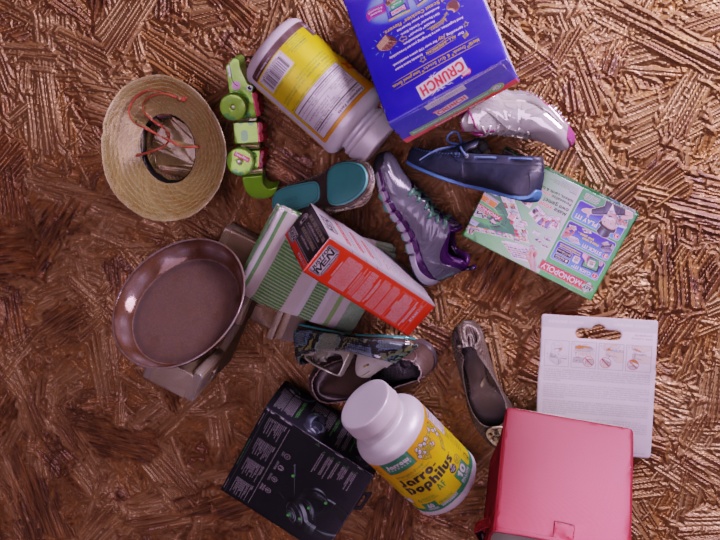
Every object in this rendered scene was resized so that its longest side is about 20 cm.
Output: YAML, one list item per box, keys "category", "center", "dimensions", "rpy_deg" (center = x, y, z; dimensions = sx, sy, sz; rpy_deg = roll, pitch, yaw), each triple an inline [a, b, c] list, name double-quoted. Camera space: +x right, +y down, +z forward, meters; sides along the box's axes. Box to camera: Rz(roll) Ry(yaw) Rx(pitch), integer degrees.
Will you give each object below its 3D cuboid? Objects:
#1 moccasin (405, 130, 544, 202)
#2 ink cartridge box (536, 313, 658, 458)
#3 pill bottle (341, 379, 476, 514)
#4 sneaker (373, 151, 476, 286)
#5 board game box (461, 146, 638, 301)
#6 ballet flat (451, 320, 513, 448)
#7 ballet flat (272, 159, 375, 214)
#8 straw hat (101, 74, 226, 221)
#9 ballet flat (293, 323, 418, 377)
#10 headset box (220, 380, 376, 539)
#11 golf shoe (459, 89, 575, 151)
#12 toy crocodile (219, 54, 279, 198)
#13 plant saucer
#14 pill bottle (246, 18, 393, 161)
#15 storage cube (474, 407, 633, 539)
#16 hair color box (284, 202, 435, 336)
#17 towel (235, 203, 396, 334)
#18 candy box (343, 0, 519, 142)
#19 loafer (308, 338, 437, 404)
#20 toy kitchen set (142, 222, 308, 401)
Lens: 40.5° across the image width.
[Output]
- category: "moccasin"
  center: [0.156, -0.142, 1.295]
  dimensions: [0.199, 0.080, 0.069]
  rpy_deg: [18, 99, 27]
- category: "ink cartridge box"
  center: [0.328, 0.157, 1.363]
  dimensions: [0.159, 0.047, 0.202]
  rpy_deg: [3, 103, 13]
- category: "pill bottle"
  center: [0.066, 0.245, 1.373]
  dimensions: [0.112, 0.113, 0.200]
  rpy_deg: [-33, 119, 18]
- category: "sneaker"
  center: [0.090, -0.080, 1.337]
  dimensions: [0.087, 0.075, 0.201]
  rpy_deg: [-17, 110, 26]
- category: "board game box"
  center: [0.256, -0.064, 1.329]
  dimensions: [0.199, 0.029, 0.135]
  rpy_deg: [27, 109, 5]
- category: "ballet flat"
  center: [0.175, 0.168, 1.397]
  dimensions: [0.067, 0.046, 0.202]
  rpy_deg: [-15, 101, 16]
- category: "ballet flat"
  center: [-0.035, -0.106, 1.340]
  dimensions: [0.199, 0.075, 0.068]
  rpy_deg: [-13, 74, 43]
- category: "straw hat"
  center: [-0.266, -0.174, 1.388]
  dimensions: [0.199, 0.085, 0.203]
  rpy_deg: [2, 99, 11]
- category: "ballet flat"
  center: [-0.009, 0.118, 1.378]
  dimensions: [0.199, 0.074, 0.075]
  rpy_deg: [4, 106, 34]
- category: "headset box"
  center: [-0.077, 0.296, 1.453]
  dimensions: [0.199, 0.093, 0.175]
  rpy_deg: [31, 116, 4]
- category: "golf shoe"
  center: [0.182, -0.201, 1.276]
  dimensions: [0.199, 0.075, 0.092]
  rpy_deg: [33, 81, 10]
- category: "toy crocodile"
  center: [-0.156, -0.199, 1.367]
  dimensions: [0.061, 0.068, 0.202]
  rpy_deg: [-3, 106, 8]
- category: "plant saucer"
  center: [-0.241, 0.049, 1.324]
  dimensions: [0.199, 0.202, 0.035]
  rpy_deg: [-12, 145, 15]
- category: "pill bottle"
  center: [-0.048, -0.235, 1.311]
  dimensions: [0.200, 0.109, 0.109]
  rpy_deg: [42, 109, 0]
- category: "storage cube"
  center: [0.257, 0.313, 1.308]
  dimensions: [0.198, 0.181, 0.172]
  rpy_deg: [10, 144, 6]
- category: "hair color box"
  center: [0.000, 0.000, 1.315]
  dimensions: [0.199, 0.102, 0.061]
  rpy_deg: [33, 105, -32]
- category: "towel"
  center: [-0.062, 0.000, 1.368]
  dimensions: [0.199, 0.023, 0.153]
  rpy_deg: [20, 112, -29]
- category: "candy box"
  center: [0.088, -0.293, 1.241]
  dimensions: [0.168, 0.077, 0.201]
  rpy_deg: [-25, 67, 18]
- category: "loafer"
  center: [0.011, 0.148, 1.416]
  dimensions: [0.199, 0.071, 0.074]
  rpy_deg: [-19, 99, 17]
- category: "toy kitchen set"
  center: [-0.171, 0.072, 1.381]
  dimensions: [0.162, 0.180, 0.201]
  rpy_deg: [26, 108, 4]
